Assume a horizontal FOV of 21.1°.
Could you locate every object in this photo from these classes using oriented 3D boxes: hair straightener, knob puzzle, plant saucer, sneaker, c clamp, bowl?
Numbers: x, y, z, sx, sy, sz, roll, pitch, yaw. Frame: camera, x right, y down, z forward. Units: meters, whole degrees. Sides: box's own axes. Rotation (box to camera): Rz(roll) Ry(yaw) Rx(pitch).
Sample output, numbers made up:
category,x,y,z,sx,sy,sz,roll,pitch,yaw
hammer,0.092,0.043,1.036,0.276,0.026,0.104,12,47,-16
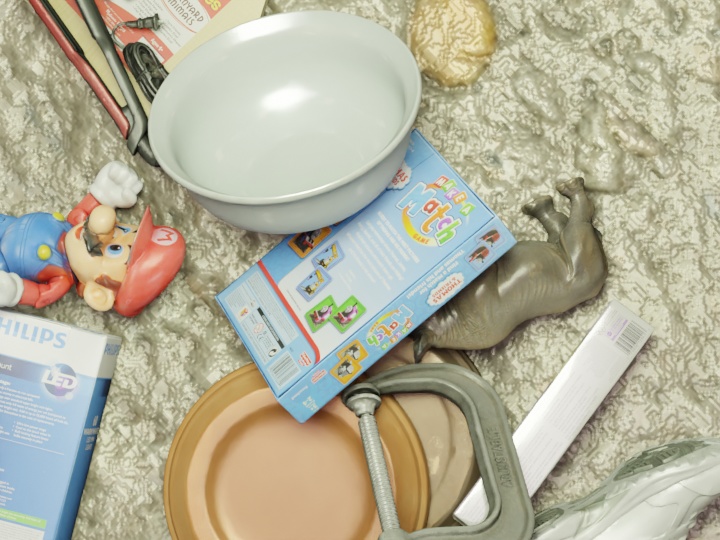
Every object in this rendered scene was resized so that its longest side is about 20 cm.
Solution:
category,x,y,z,sx,sy,sz,roll,pitch,yaw
hair straightener,-0.178,-0.163,1.450,0.077,0.041,0.200,-33,84,4
knob puzzle,-0.150,-0.238,1.488,0.219,0.030,0.220,-1,86,7
plant saucer,-0.049,0.162,1.419,0.200,0.037,0.201,-1,85,6
plant saucer,0.003,0.127,1.448,0.200,0.029,0.201,0,87,6
sneaker,0.201,0.195,1.407,0.200,0.078,0.100,-30,96,7
c clamp,0.036,0.141,1.352,0.170,0.027,0.200,3,48,-10
bowl,-0.048,-0.092,1.413,0.201,0.090,0.201,-7,46,7

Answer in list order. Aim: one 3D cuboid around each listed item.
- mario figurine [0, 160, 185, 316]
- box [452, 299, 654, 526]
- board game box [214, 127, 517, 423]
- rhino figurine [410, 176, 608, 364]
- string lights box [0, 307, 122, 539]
category,x,y,z,sx,sy,sz,roll,pitch,yaw
mario figurine,-0.229,-0.029,1.446,0.200,0.106,0.124,5,85,8
box,0.142,0.111,1.417,0.041,0.039,0.200,36,83,7
board game box,0.000,0.000,1.405,0.200,0.151,0.037,-41,126,3
rhino figurine,0.090,0.011,1.420,0.200,0.060,0.088,-24,84,-7
string lights box,-0.257,0.134,1.459,0.103,0.059,0.200,14,88,6
